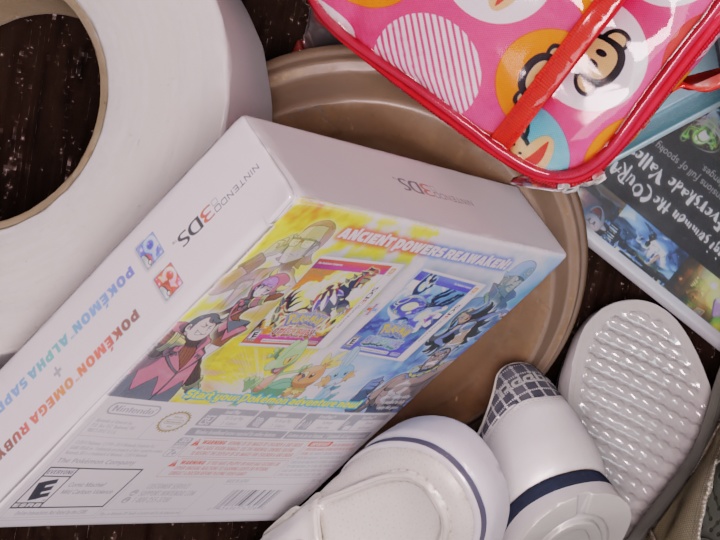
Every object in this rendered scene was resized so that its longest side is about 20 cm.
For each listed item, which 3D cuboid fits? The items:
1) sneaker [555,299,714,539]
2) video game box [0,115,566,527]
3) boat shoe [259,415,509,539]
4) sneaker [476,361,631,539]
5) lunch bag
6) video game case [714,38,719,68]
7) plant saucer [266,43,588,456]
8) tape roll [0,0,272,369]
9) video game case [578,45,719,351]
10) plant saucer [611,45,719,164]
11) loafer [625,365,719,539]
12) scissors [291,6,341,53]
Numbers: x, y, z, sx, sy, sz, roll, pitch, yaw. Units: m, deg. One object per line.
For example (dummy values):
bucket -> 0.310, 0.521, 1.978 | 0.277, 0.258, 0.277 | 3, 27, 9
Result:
sneaker -> 0.125, 0.117, 0.907 | 0.078, 0.079, 0.201 | -6, 83, -11
video game box -> -0.037, 0.028, 0.761 | 0.182, 0.200, 0.047 | -42, 65, 22
boat shoe -> -0.012, 0.127, 0.837 | 0.071, 0.070, 0.200 | 55, 140, 4
sneaker -> 0.056, 0.127, 0.887 | 0.076, 0.081, 0.200 | -5, 143, -31
lunch bag -> 0.093, -0.137, 0.758 | 0.176, 0.082, 0.200 | 38, 106, 3
video game case -> 0.191, -0.143, 0.767 | 0.019, 0.143, 0.201 | 4, 74, -41
plant saucer -> 0.000, 0.000, 0.856 | 0.199, 0.030, 0.201 | 1, 117, 3
tape roll -> -0.139, -0.063, 0.776 | 0.201, 0.071, 0.204 | -2, 83, 12
video game case -> 0.175, -0.069, 0.881 | 0.200, 0.023, 0.182 | 37, 99, -16
plant saucer -> 0.150, -0.108, 0.844 | 0.199, 0.019, 0.070 | -28, 108, 3
loafer -> 0.184, 0.082, 0.850 | 0.075, 0.070, 0.201 | 36, 73, -12
scissors -> -0.011, -0.099, 0.857 | 0.073, 0.014, 0.201 | 21, 102, -9
